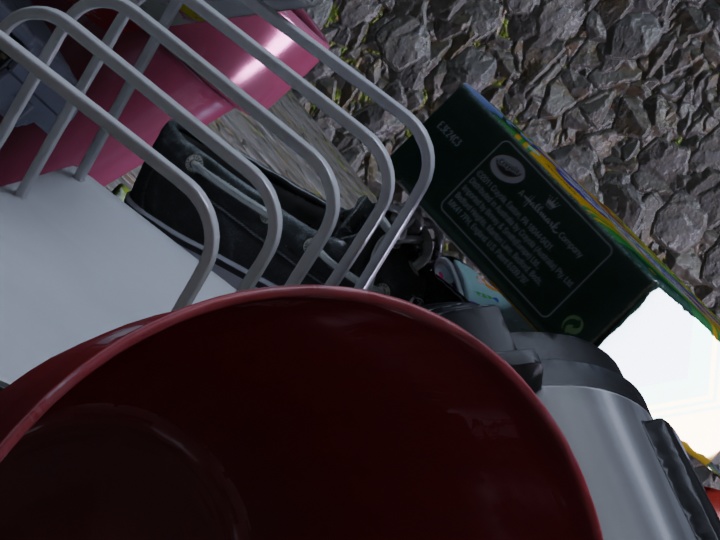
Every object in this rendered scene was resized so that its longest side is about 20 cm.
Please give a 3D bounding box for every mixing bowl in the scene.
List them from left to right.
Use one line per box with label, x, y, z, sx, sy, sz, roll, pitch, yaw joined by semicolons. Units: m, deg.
mixing bowl;-0.047;0.094;0.699;0.200;0.200;0.108;46;-16;-31

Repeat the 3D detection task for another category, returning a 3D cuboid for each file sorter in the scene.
file sorter;-0.079;-0.022;1.013;0.139;0.125;0.200;38;22;13

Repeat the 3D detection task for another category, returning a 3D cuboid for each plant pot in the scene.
plant pot;-0.144;-0.122;1.366;0.200;0.179;0.200;48;6;-6

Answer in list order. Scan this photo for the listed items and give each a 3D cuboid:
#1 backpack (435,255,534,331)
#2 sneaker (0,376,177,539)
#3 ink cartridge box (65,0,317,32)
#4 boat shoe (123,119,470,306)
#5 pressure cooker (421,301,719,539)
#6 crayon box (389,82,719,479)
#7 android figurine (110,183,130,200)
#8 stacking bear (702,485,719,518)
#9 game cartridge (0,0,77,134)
backpack;0.033;0.099;1.269;0.150;0.178;0.200;20;21;-23
sneaker;-0.128;0.031;0.794;0.200;0.076;0.115;36;15;-14
ink cartridge box;-0.096;-0.172;1.139;0.148;0.086;0.200;37;-18;-25
boat shoe;0.000;-0.001;1.153;0.199;0.068;0.074;27;14;4
pressure cooker;0.042;0.115;1.033;0.179;0.176;0.200;22;39;-48
crayon box;0.101;0.009;1.181;0.126;0.052;0.200;48;6;30
android figurine;-0.076;0.039;1.529;0.200;0.041;0.182;48;5;-8
stacking bear;0.131;0.172;1.291;0.114;0.121;0.200;49;-37;19
game cartridge;-0.193;-0.144;1.087;0.200;0.041;0.133;44;3;-41
